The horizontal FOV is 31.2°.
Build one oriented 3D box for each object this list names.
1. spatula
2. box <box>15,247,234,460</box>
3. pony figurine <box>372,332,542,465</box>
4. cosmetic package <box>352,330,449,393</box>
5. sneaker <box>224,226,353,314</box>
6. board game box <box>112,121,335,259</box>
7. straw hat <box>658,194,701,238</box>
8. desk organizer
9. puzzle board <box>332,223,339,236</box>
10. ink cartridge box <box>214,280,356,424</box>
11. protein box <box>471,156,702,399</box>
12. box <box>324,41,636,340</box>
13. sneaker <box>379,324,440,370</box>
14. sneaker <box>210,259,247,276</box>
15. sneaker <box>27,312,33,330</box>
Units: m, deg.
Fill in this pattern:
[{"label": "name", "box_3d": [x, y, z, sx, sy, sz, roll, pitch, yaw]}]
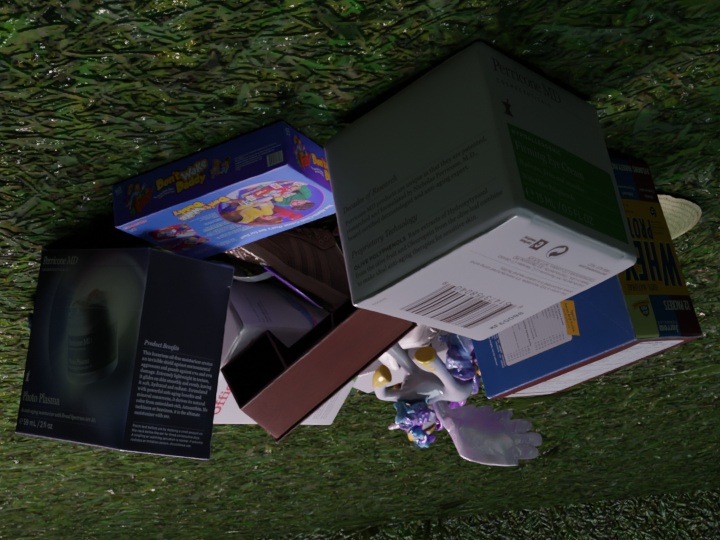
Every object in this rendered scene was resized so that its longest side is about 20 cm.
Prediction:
[{"label": "spatula", "box_3d": [-0.123, 0.005, 1.384, 0.198, 0.021, 0.056, 13, 163, 37]}, {"label": "box", "box_3d": [-0.248, 0.083, 1.341, 0.198, 0.202, 0.122, -1, 169, 43]}, {"label": "pony figurine", "box_3d": [0.104, 0.131, 1.488, 0.190, 0.168, 0.201, -8, 140, 14]}, {"label": "cosmetic package", "box_3d": [0.066, 0.073, 1.640, 0.198, 0.115, 0.081, -20, 157, 23]}, {"label": "sneaker", "box_3d": [-0.071, -0.020, 1.414, 0.199, 0.076, 0.070, 32, 163, -29]}, {"label": "board game box", "box_3d": [-0.123, -0.072, 1.265, 0.197, 0.045, 0.134, -18, 158, 23]}, {"label": "straw hat", "box_3d": [0.322, -0.013, 1.546, 0.197, 0.086, 0.202, -8, 159, -3]}, {"label": "desk organizer", "box_3d": [-0.046, 0.082, 1.374, 0.199, 0.072, 0.077, -40, 135, 5]}, {"label": "puzzle board", "box_3d": [0.067, -0.075, 1.379, 0.148, 0.018, 0.200, -2, 158, -19]}, {"label": "ink cartridge box", "box_3d": [-0.098, 0.096, 1.474, 0.198, 0.088, 0.146, 4, 126, -40]}, {"label": "protein box", "box_3d": [0.222, 0.010, 1.379, 0.199, 0.202, 0.134, -27, 161, 40]}, {"label": "box", "box_3d": [0.108, -0.063, 1.179, 0.199, 0.174, 0.198, -30, 150, 34]}, {"label": "sneaker", "box_3d": [0.076, 0.039, 1.533, 0.200, 0.081, 0.075, -47, 168, 31]}, {"label": "sneaker", "box_3d": [-0.212, 0.036, 1.512, 0.197, 0.076, 0.088, -18, 179, 15]}, {"label": "sneaker", "box_3d": [-0.352, 0.072, 1.540, 0.073, 0.083, 0.200, -30, -177, -13]}]
